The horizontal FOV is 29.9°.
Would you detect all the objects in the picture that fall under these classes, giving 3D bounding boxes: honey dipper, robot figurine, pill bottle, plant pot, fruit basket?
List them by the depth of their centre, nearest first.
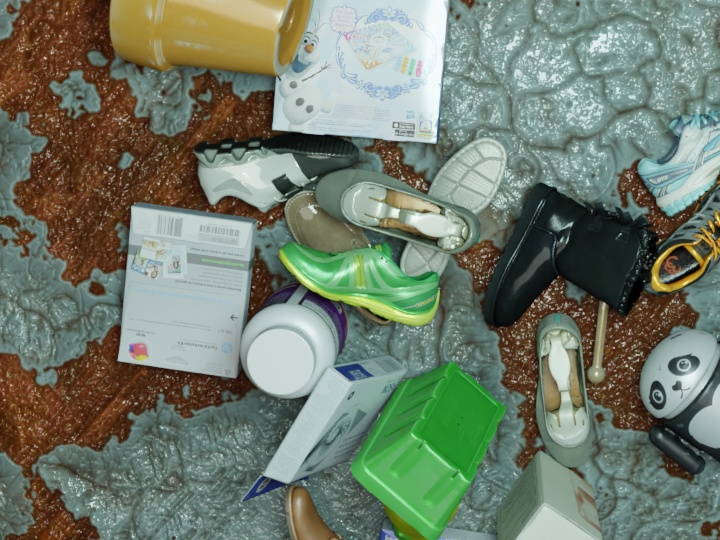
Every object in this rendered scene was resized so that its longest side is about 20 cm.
[{"bbox_3d":[-0.157,-0.306,1.523,0.183,0.200,0.200,19,102,8],"label":"plant pot"},{"bbox_3d":[0.428,0.156,1.596,0.200,0.125,0.150,35,64,-2],"label":"robot figurine"},{"bbox_3d":[-0.079,0.084,1.599,0.112,0.200,0.113,1,101,6],"label":"pill bottle"},{"bbox_3d":[0.071,0.239,1.626,0.155,0.216,0.216,41,102,-3],"label":"fruit basket"},{"bbox_3d":[0.294,0.039,1.634,0.038,0.038,0.200,6,102,5],"label":"honey dipper"}]

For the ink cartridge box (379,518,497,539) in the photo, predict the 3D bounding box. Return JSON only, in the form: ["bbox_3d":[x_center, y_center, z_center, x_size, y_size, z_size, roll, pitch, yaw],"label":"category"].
[{"bbox_3d":[0.120,0.380,1.715,0.200,0.044,0.094,7,100,5],"label":"ink cartridge box"}]

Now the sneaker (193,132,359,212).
[{"bbox_3d":[-0.097,-0.116,1.635,0.200,0.074,0.089,-2,113,9],"label":"sneaker"}]

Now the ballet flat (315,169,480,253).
[{"bbox_3d":[0.042,-0.070,1.560,0.200,0.064,0.068,17,100,5],"label":"ballet flat"}]

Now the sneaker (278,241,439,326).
[{"bbox_3d":[0.000,0.000,1.582,0.200,0.074,0.084,18,98,-10],"label":"sneaker"}]

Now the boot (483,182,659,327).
[{"bbox_3d":[0.249,0.005,1.587,0.162,0.073,0.199,27,102,24],"label":"boot"}]

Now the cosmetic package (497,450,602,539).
[{"bbox_3d":[0.223,0.305,1.610,0.087,0.200,0.103,34,103,0],"label":"cosmetic package"}]

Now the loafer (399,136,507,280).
[{"bbox_3d":[0.110,-0.073,1.624,0.072,0.063,0.200,31,99,4],"label":"loafer"}]

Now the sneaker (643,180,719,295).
[{"bbox_3d":[0.410,-0.037,1.587,0.078,0.077,0.200,45,101,-2],"label":"sneaker"}]

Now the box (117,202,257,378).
[{"bbox_3d":[-0.216,0.025,1.684,0.156,0.041,0.200,8,101,5],"label":"box"}]

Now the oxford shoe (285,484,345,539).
[{"bbox_3d":[-0.038,0.353,1.712,0.071,0.071,0.200,-18,109,19],"label":"oxford shoe"}]

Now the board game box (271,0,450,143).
[{"bbox_3d":[0.002,-0.258,1.602,0.200,0.043,0.199,6,100,5],"label":"board game box"}]

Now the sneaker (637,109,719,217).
[{"bbox_3d":[0.408,-0.156,1.565,0.200,0.078,0.086,-44,90,12],"label":"sneaker"}]

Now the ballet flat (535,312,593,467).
[{"bbox_3d":[0.246,0.153,1.648,0.067,0.064,0.200,-7,101,8],"label":"ballet flat"}]

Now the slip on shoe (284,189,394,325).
[{"bbox_3d":[-0.020,-0.014,1.645,0.076,0.061,0.200,-34,96,11],"label":"slip on shoe"}]

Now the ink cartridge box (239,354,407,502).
[{"bbox_3d":[-0.039,0.196,1.619,0.041,0.200,0.200,37,104,17],"label":"ink cartridge box"}]
